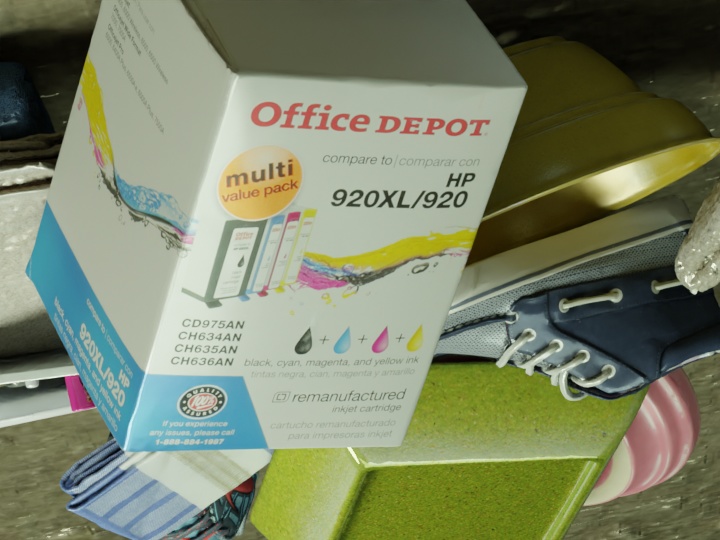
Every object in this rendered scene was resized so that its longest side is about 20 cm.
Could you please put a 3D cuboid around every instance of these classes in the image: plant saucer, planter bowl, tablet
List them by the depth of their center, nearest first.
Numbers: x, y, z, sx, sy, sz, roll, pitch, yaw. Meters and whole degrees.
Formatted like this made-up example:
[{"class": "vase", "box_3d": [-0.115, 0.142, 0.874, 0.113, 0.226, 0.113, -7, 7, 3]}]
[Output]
[{"class": "planter bowl", "box_3d": [0.075, -0.062, 1.433, 0.200, 0.083, 0.200, -21, 174, -2]}, {"class": "tablet", "box_3d": [-0.159, 0.067, 1.600, 0.200, 0.014, 0.130, -12, -176, -14]}, {"class": "plant saucer", "box_3d": [0.052, 0.117, 1.612, 0.200, 0.048, 0.200, -2, 152, -13]}, {"class": "plant saucer", "box_3d": [0.101, 0.074, 1.704, 0.200, 0.051, 0.201, 22, 147, 15]}]

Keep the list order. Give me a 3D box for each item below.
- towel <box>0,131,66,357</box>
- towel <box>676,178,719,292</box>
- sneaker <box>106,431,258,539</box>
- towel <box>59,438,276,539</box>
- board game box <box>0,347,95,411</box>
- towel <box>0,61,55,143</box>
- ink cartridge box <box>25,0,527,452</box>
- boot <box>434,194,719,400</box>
[{"class": "towel", "box_3d": [-0.202, -0.001, 1.414, 0.133, 0.034, 0.200, -8, 153, -9]}, {"class": "towel", "box_3d": [0.222, -0.078, 1.425, 0.034, 0.133, 0.200, 34, 149, -1]}, {"class": "sneaker", "box_3d": [-0.096, 0.134, 1.712, 0.079, 0.096, 0.200, 0, 180, 13]}, {"class": "towel", "box_3d": [-0.062, 0.077, 1.562, 0.200, 0.024, 0.147, -36, 160, 3]}, {"class": "board game box", "box_3d": [-0.177, 0.055, 1.535, 0.200, 0.026, 0.200, -8, -176, 19]}, {"class": "towel", "box_3d": [-0.246, -0.052, 1.396, 0.200, 0.049, 0.112, -11, 155, 2]}, {"class": "ink cartridge box", "box_3d": [-0.041, -0.040, 1.291, 0.147, 0.145, 0.200, 1, 124, -27]}, {"class": "boot", "box_3d": [0.100, 0.033, 1.512, 0.200, 0.090, 0.073, -20, 173, -16]}]
